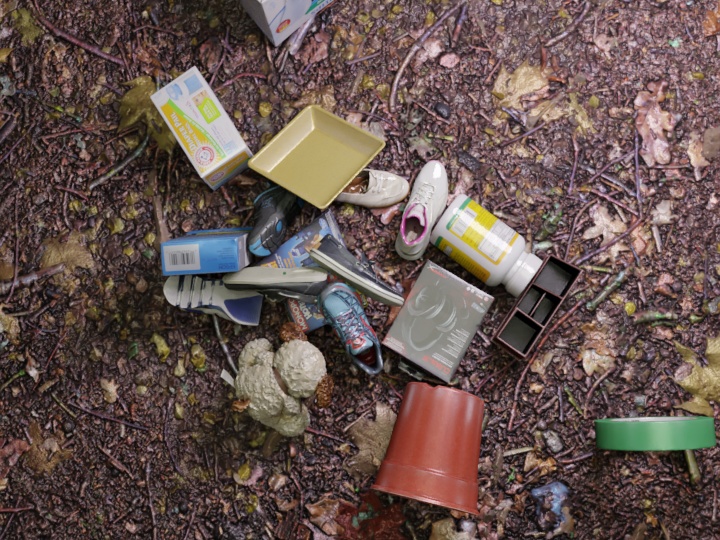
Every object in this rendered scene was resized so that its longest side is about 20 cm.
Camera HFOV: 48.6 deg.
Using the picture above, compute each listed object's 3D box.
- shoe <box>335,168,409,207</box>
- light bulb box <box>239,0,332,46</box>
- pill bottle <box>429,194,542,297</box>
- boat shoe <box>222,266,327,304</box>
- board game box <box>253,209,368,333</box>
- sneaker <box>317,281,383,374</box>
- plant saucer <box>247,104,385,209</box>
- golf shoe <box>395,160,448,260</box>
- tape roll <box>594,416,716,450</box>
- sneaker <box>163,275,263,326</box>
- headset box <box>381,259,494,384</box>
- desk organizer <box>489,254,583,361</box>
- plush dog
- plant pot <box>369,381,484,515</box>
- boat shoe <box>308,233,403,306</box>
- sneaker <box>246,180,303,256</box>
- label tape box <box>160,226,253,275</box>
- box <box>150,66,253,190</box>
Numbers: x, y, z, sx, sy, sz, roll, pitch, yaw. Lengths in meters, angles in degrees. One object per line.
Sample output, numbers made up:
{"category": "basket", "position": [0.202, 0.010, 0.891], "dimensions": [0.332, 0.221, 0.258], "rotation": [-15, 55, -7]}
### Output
{"category": "shoe", "position": [-0.002, -0.162, 1.561], "dimensions": [0.196, 0.053, 0.071], "rotation": [1, 82, 4]}
{"category": "light bulb box", "position": [-0.142, -0.579, 1.558], "dimensions": [0.197, 0.200, 0.125], "rotation": [-39, 83, -2]}
{"category": "pill bottle", "position": [0.238, -0.043, 1.498], "dimensions": [0.199, 0.113, 0.113], "rotation": [37, 86, 8]}
{"category": "boat shoe", "position": [-0.159, 0.032, 1.475], "dimensions": [0.196, 0.072, 0.069], "rotation": [2, 113, 3]}
{"category": "board game box", "position": [-0.109, 0.016, 1.540], "dimensions": [0.197, 0.062, 0.203], "rotation": [-22, 81, 2]}
{"category": "sneaker", "position": [-0.008, 0.108, 1.457], "dimensions": [0.079, 0.096, 0.201], "rotation": [-33, 119, 0]}
{"category": "plant saucer", "position": [-0.082, -0.210, 1.536], "dimensions": [0.198, 0.049, 0.200], "rotation": [31, 64, 25]}
{"category": "golf shoe", "position": [0.122, -0.121, 1.529], "dimensions": [0.074, 0.092, 0.203], "rotation": [16, 82, 7]}
{"category": "tape roll", "position": [0.511, 0.283, 1.388], "dimensions": [0.196, 0.200, 0.049], "rotation": [-2, 82, 4]}
{"category": "sneaker", "position": [-0.292, 0.048, 1.541], "dimensions": [0.197, 0.115, 0.082], "rotation": [16, 84, -24]}
{"category": "headset box", "position": [0.140, 0.107, 1.502], "dimensions": [0.147, 0.077, 0.202], "rotation": [30, 83, 7]}
{"category": "desk organizer", "position": [0.331, 0.066, 1.494], "dimensions": [0.071, 0.077, 0.201], "rotation": [34, 85, 8]}
{"category": "plush dog", "position": [-0.140, 0.195, 1.453], "dimensions": [0.171, 0.160, 0.202], "rotation": [-35, 79, 15]}
{"category": "plant pot", "position": [0.132, 0.314, 1.423], "dimensions": [0.197, 0.201, 0.199], "rotation": [12, 75, 5]}
{"category": "boat shoe", "position": [0.000, 0.000, 1.470], "dimensions": [0.198, 0.075, 0.063], "rotation": [33, 78, 3]}
{"category": "sneaker", "position": [-0.177, -0.101, 1.529], "dimensions": [0.081, 0.074, 0.201], "rotation": [15, 43, 14]}
{"category": "label tape box", "position": [-0.278, -0.038, 1.501], "dimensions": [0.141, 0.200, 0.065], "rotation": [-3, 98, 3]}
{"category": "box", "position": [-0.308, -0.277, 1.575], "dimensions": [0.112, 0.101, 0.201], "rotation": [-34, 81, -2]}
